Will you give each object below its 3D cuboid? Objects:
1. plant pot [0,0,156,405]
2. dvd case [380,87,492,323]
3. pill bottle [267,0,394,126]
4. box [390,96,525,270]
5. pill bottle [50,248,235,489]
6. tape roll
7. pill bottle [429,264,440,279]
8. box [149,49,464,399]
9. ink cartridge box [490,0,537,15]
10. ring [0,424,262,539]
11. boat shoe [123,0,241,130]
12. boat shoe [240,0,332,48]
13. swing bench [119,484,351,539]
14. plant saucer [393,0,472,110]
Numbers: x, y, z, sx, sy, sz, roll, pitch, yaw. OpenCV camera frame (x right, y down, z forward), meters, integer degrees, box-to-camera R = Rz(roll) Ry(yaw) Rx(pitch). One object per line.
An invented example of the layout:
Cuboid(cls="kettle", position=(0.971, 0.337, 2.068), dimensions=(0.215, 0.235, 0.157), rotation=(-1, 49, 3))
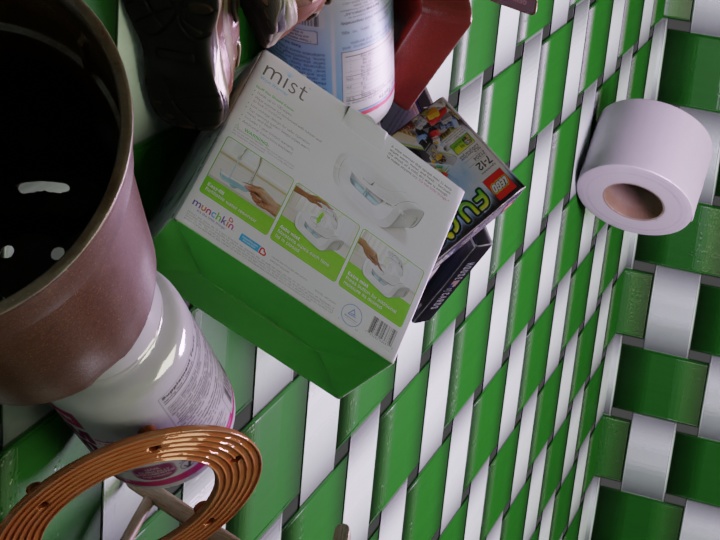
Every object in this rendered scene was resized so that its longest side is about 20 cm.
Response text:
Cuboid(cls="plant pot", position=(-0.199, -0.028, 0.885), dimensions=(0.199, 0.199, 0.202), rotation=(80, 27, -68))
Cuboid(cls="dvd case", position=(0.049, -0.073, 1.569), dimensions=(0.150, 0.025, 0.201), rotation=(-54, -129, 54))
Cuboid(cls="pill bottle", position=(-0.025, -0.185, 1.418), dimensions=(0.109, 0.108, 0.201), rotation=(-58, 155, -46))
Cuboid(cls="box", position=(0.034, -0.049, 1.424), dimensions=(0.200, 0.110, 0.035), rotation=(-40, 172, -26))
Cuboid(cls="pill bottle", position=(-0.162, 0.063, 1.154), dimensions=(0.200, 0.112, 0.114), rotation=(69, 37, -60))
Cuboid(cls="tape roll", position=(0.473, -0.171, 2.812), dimensions=(0.203, 0.201, 0.140), rotation=(73, 35, -57))
Cuboid(cls="pill bottle", position=(0.000, 0.000, 1.526), dimensions=(0.200, 0.115, 0.116), rotation=(121, -8, -63))
Cuboid(cls="box", position=(-0.044, -0.036, 1.291), dimensions=(0.097, 0.199, 0.177), rotation=(-37, -155, 53))
Cuboid(cls="ink cartridge box", position=(0.128, -0.359, 1.608), dimensions=(0.083, 0.199, 0.177), rotation=(-21, 127, -38))
Cuboid(cls="ring", position=(-0.163, 0.164, 1.174), dimensions=(0.019, 0.199, 0.201), rotation=(61, -3, 29))
Cuboid(cls="boat shoe", position=(-0.121, -0.191, 1.192), dimensions=(0.201, 0.075, 0.074), rotation=(94, 14, -49))
Cuboid(cls="boat shoe", position=(-0.054, -0.212, 1.251), dimensions=(0.076, 0.071, 0.200), rotation=(64, -6, -14))
Cuboid(cls="swing bench", position=(-0.104, 0.284, 1.338), dimensions=(0.200, 0.198, 0.130), rotation=(81, 27, -48))
Cuboid(cls="plant saucer", position=(0.032, -0.264, 1.452), dimensions=(0.200, 0.036, 0.201), rotation=(132, -51, -68))
